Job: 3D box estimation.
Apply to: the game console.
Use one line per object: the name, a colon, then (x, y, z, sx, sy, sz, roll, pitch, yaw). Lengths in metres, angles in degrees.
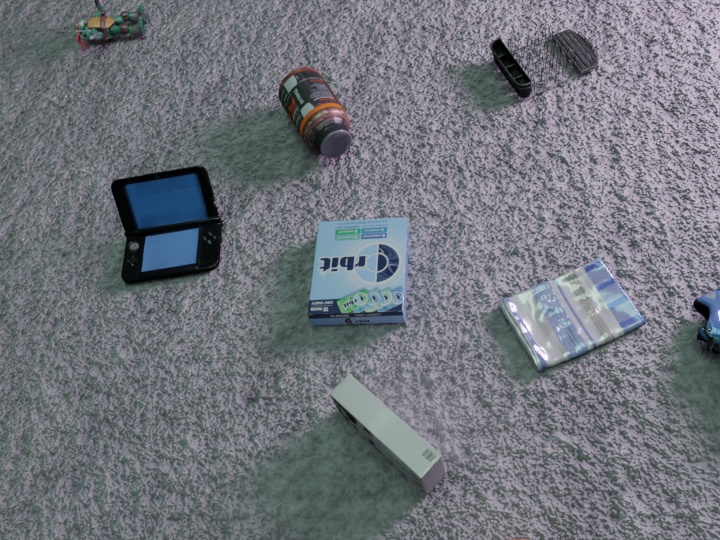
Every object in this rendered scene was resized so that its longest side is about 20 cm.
game console: (-0.380, -0.087, 1.461, 0.199, 0.117, 0.177, -9, 56, 8)

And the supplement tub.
supplement tub: (-0.089, -0.320, 1.555, 0.106, 0.107, 0.200, -27, 55, -6)

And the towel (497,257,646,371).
towel: (0.346, 0.070, 1.253, 0.199, 0.024, 0.147, -23, 56, -3)

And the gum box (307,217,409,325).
gum box: (0.000, 0.000, 1.363, 0.169, 0.045, 0.201, -3, 56, 11)

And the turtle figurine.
turtle figurine: (-0.640, -0.619, 1.879, 0.199, 0.101, 0.151, -5, 70, -9)

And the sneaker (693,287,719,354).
sneaker: (0.565, 0.116, 1.151, 0.089, 0.079, 0.201, -15, 47, 11)

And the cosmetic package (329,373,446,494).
cosmetic package: (0.041, 0.251, 1.168, 0.051, 0.083, 0.200, -44, 58, -14)

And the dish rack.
dish rack: (0.383, -0.441, 1.560, 0.199, 0.055, 0.154, -22, 56, -2)
